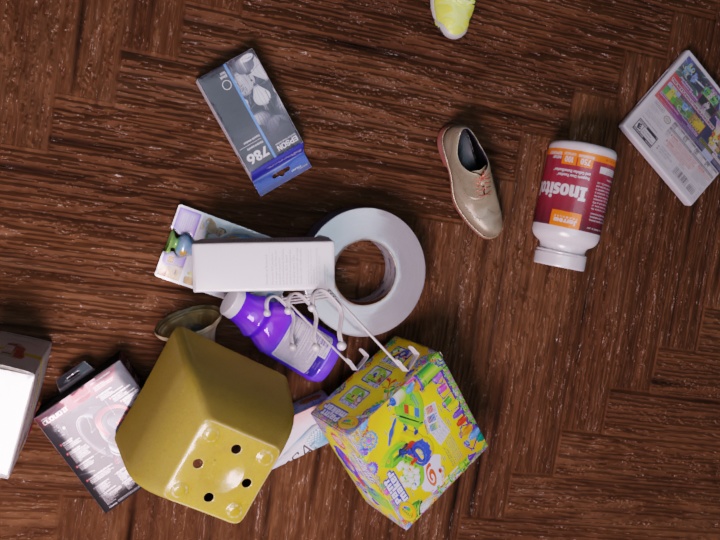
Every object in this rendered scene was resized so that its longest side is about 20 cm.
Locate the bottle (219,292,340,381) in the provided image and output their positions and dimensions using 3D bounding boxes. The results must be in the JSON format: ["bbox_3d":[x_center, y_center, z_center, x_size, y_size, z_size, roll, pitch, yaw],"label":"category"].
[{"bbox_3d":[-0.123,0.094,1.258,0.199,0.065,0.084,34,83,-28],"label":"bottle"}]

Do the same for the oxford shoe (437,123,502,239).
[{"bbox_3d":[0.183,-0.140,1.323,0.070,0.075,0.202,-30,103,-10],"label":"oxford shoe"}]

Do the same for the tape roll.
[{"bbox_3d":[0.000,0.000,1.297,0.198,0.066,0.203,-2,97,-13],"label":"tape roll"}]

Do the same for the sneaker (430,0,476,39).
[{"bbox_3d":[0.161,-0.466,1.279,0.074,0.076,0.203,9,95,-17],"label":"sneaker"}]

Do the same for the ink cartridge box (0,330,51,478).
[{"bbox_3d":[-0.489,0.178,1.121,0.082,0.200,0.147,15,93,-15],"label":"ink cartridge box"}]

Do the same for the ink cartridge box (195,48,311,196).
[{"bbox_3d":[-0.158,-0.223,1.245,0.099,0.039,0.201,-32,104,-10],"label":"ink cartridge box"}]

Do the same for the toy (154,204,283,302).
[{"bbox_3d":[-0.201,-0.012,1.253,0.198,0.047,0.116,20,93,-15],"label":"toy"}]

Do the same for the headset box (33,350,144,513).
[{"bbox_3d":[-0.374,0.230,1.222,0.148,0.075,0.201,-35,104,-9],"label":"headset box"}]

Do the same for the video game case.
[{"bbox_3d":[0.573,-0.249,1.439,0.200,0.023,0.182,44,85,-14],"label":"video game case"}]

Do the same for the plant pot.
[{"bbox_3d":[-0.201,0.228,1.118,0.193,0.200,0.197,29,94,-24],"label":"plant pot"}]

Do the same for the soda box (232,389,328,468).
[{"bbox_3d":[-0.131,0.265,1.296,0.198,0.064,0.069,-23,102,-10],"label":"soda box"}]

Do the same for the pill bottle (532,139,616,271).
[{"bbox_3d":[0.347,-0.105,1.350,0.112,0.113,0.203,10,94,-15],"label":"pill bottle"}]

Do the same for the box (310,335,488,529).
[{"bbox_3d":[0.064,0.248,1.274,0.192,0.122,0.201,-39,117,-22],"label":"box"}]

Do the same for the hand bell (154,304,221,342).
[{"bbox_3d":[-0.238,0.166,1.256,0.103,0.104,0.202,-17,112,-12],"label":"hand bell"}]

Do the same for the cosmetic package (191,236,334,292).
[{"bbox_3d":[-0.139,-0.010,1.184,0.197,0.101,0.072,-1,95,-6],"label":"cosmetic package"}]

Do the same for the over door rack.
[{"bbox_3d":[-0.034,0.100,1.188,0.199,0.147,0.067,36,67,-27],"label":"over door rack"}]
